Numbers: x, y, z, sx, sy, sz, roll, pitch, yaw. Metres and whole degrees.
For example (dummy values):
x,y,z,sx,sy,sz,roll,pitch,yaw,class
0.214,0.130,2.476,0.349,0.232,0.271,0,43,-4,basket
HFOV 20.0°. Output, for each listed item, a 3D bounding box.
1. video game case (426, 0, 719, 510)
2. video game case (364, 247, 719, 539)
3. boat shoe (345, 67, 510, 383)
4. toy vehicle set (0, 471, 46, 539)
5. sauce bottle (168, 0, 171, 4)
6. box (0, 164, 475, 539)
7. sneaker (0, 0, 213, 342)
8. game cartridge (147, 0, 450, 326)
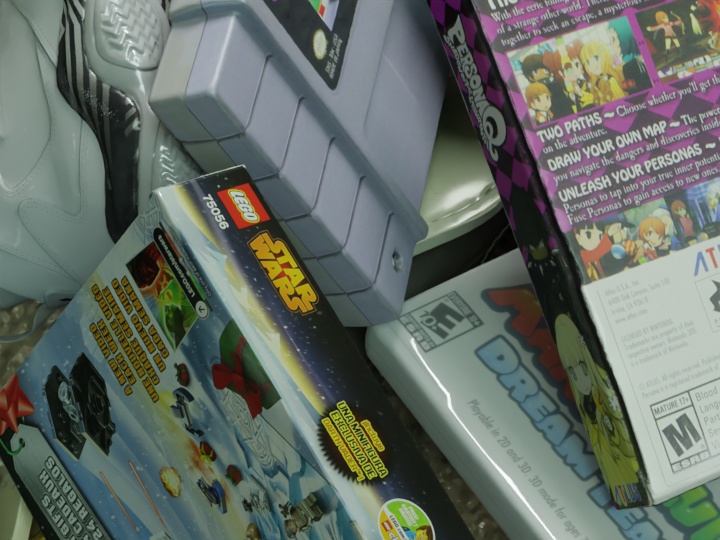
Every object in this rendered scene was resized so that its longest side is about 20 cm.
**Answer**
x,y,z,sx,sy,sz,roll,pitch,yaw,class
0.140,-0.041,0.666,0.199,0.036,0.183,-20,87,-20,video game case
0.129,0.055,0.680,0.181,0.024,0.200,-24,57,-25,video game case
0.000,0.000,0.737,0.072,0.061,0.201,33,62,32,boat shoe
-0.041,0.150,0.708,0.199,0.026,0.125,15,82,-26,toy vehicle set
-0.055,-0.113,0.726,0.064,0.065,0.202,11,83,-16,sauce bottle
-0.028,0.090,0.604,0.040,0.137,0.201,-18,71,-44,box
-0.113,-0.076,0.676,0.114,0.075,0.201,-24,81,25,sneaker
-0.006,-0.099,0.685,0.130,0.038,0.201,55,39,-47,game cartridge
